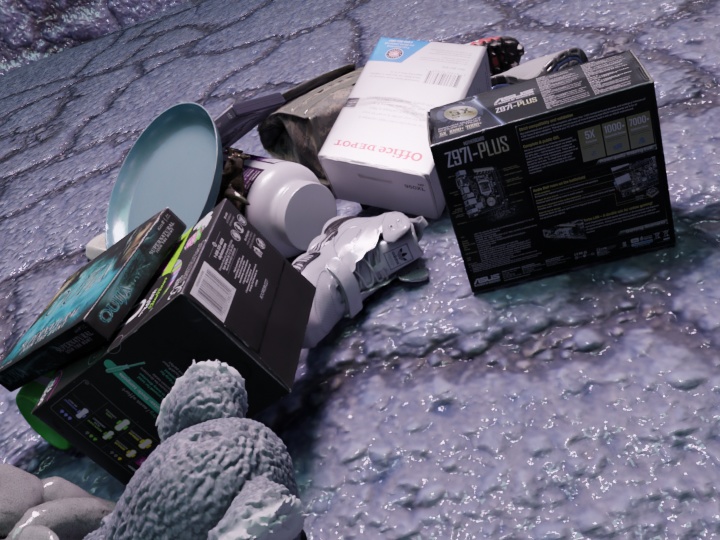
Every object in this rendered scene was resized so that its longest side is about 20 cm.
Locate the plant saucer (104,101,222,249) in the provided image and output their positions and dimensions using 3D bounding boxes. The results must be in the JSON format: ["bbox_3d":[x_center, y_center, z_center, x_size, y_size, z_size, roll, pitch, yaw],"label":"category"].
[{"bbox_3d":[-0.211,-0.085,0.901,0.198,0.027,0.203,-19,60,37],"label":"plant saucer"}]

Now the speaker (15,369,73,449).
[{"bbox_3d":[-0.253,0.087,0.852,0.087,0.089,0.200,5,39,38],"label":"speaker"}]

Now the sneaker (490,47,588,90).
[{"bbox_3d":[0.207,-0.236,1.101,0.197,0.076,0.087,-22,17,-14],"label":"sneaker"}]

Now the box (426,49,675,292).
[{"bbox_3d":[0.177,-0.089,0.775,0.197,0.165,0.087,-15,31,13],"label":"box"}]

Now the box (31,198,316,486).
[{"bbox_3d":[-0.157,0.067,0.719,0.199,0.124,0.149,-35,23,26],"label":"box"}]

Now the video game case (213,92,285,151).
[{"bbox_3d":[-0.195,-0.152,1.029,0.199,0.019,0.143,-32,6,25],"label":"video game case"}]

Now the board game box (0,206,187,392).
[{"bbox_3d":[-0.246,0.029,0.743,0.199,0.028,0.136,-25,30,42],"label":"board game box"}]

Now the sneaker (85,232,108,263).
[{"bbox_3d":[-0.225,0.017,0.971,0.197,0.086,0.075,13,25,9],"label":"sneaker"}]

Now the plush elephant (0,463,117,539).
[{"bbox_3d":[-0.261,0.223,0.580,0.162,0.201,0.156,-12,49,2],"label":"plush elephant"}]

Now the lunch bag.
[{"bbox_3d":[-0.041,-0.212,1.162,0.163,0.119,0.199,-29,27,-23],"label":"lunch bag"}]

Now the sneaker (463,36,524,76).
[{"bbox_3d":[0.142,-0.302,1.230,0.198,0.072,0.098,-23,32,0],"label":"sneaker"}]

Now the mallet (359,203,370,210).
[{"bbox_3d":[0.092,-0.123,1.019,0.198,0.041,0.066,-32,33,-7],"label":"mallet"}]

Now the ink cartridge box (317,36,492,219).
[{"bbox_3d":[0.057,-0.173,0.985,0.143,0.085,0.202,13,61,25],"label":"ink cartridge box"}]

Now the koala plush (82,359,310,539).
[{"bbox_3d":[-0.100,0.165,0.455,0.202,0.182,0.178,-59,29,15],"label":"koala plush"}]

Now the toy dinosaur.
[{"bbox_3d":[-0.160,-0.084,0.927,0.076,0.104,0.199,1,19,-44],"label":"toy dinosaur"}]

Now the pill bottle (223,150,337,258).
[{"bbox_3d":[-0.118,-0.080,1.003,0.112,0.114,0.199,-38,34,-27],"label":"pill bottle"}]

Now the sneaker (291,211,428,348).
[{"bbox_3d":[0.000,0.000,0.834,0.113,0.076,0.201,-9,29,25],"label":"sneaker"}]
